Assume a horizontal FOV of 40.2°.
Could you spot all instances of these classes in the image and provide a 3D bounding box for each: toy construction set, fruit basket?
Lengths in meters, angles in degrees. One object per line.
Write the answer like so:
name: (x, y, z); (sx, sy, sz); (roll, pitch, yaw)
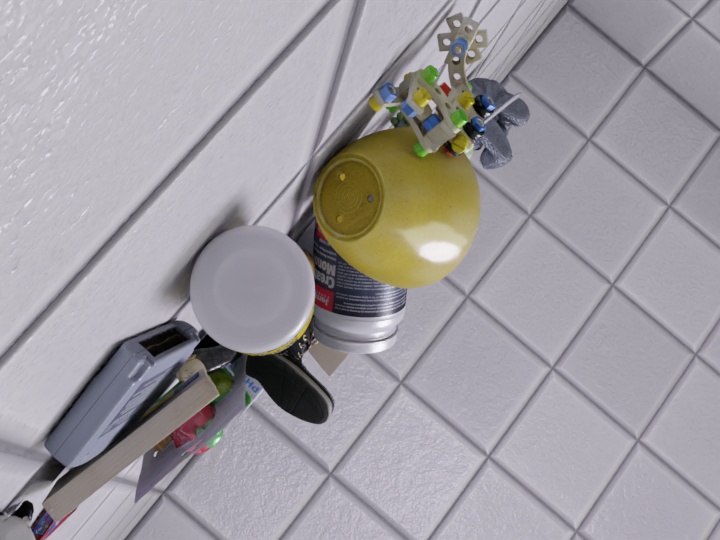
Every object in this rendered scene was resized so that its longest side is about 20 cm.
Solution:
toy construction set: (0.097, -0.209, 1.152); (0.092, 0.131, 0.201); (-32, -162, 48)
fruit basket: (-0.211, 0.200, 1.274); (0.185, 0.094, 0.200); (-41, -159, 5)

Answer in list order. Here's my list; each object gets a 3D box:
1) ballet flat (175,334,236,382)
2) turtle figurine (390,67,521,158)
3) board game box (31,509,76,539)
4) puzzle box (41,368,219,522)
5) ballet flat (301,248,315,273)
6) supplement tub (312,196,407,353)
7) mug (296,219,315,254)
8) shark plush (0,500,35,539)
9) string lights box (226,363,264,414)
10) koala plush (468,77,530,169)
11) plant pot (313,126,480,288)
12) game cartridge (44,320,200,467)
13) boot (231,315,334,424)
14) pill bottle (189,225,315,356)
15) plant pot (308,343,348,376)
ballet flat: (-0.178, 0.077, 1.284); (0.066, 0.057, 0.200); (2, -147, 33)
turtle figurine: (0.085, -0.185, 1.364); (0.193, 0.144, 0.201); (-29, 154, -41)
board game box: (-0.327, 0.244, 1.170); (0.200, 0.019, 0.103); (-52, 179, 24)
puzzle box: (-0.233, 0.175, 1.020); (0.199, 0.026, 0.133); (-38, -176, -9)
ballet flat: (-0.111, 0.015, 1.273); (0.200, 0.068, 0.063); (-51, 165, -47)
supplement tub: (0.000, 0.000, 1.384); (0.140, 0.139, 0.202); (-47, 145, -65)
mug: (-0.019, -0.015, 1.546); (0.150, 0.153, 0.187); (-52, 178, 30)
shark plush: (-0.339, 0.250, 0.877); (0.083, 0.091, 0.200); (-31, -158, 7)
string lights box: (-0.154, 0.112, 1.494); (0.059, 0.103, 0.200); (-49, -179, 44)
koala plush: (0.240, -0.328, 2.211); (0.199, 0.183, 0.178); (-14, -137, 56)
plant pot: (0.025, -0.081, 1.177); (0.201, 0.200, 0.141); (-51, 154, 21)
game cartridge: (-0.223, 0.116, 0.931); (0.133, 0.042, 0.200); (-47, 179, 6)
boot: (-0.087, 0.119, 1.414); (0.153, 0.203, 0.074); (-31, 150, -50)
pill bottle: (-0.099, 0.025, 0.952); (0.113, 0.112, 0.200); (-50, 178, -6)
plant pot: (-0.054, 0.078, 2.112); (0.200, 0.177, 0.200); (-49, 178, -22)
